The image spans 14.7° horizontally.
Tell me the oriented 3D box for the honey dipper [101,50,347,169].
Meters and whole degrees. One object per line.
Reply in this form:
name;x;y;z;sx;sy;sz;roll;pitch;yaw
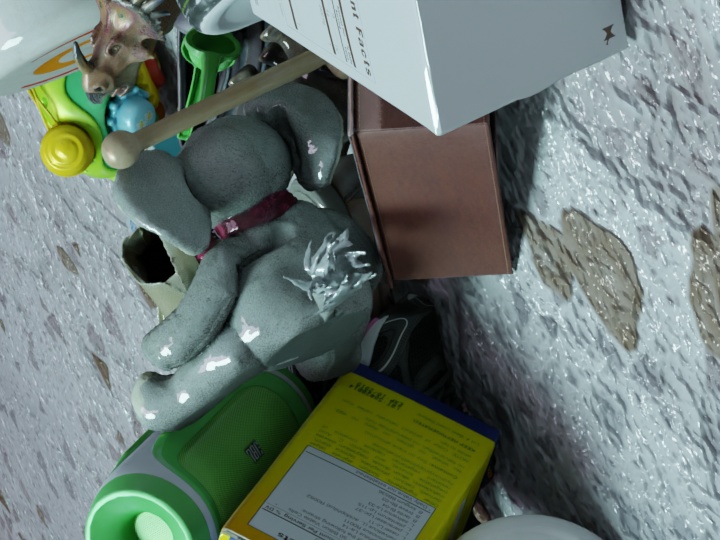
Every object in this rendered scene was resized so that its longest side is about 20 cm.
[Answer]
honey dipper;-0.062;-0.107;1.625;0.038;0.200;0.038;48;154;33

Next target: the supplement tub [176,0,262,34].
supplement tub;-0.089;-0.251;1.638;0.201;0.122;0.123;63;159;7

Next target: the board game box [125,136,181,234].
board game box;-0.100;0.008;2.070;0.200;0.047;0.151;59;159;15

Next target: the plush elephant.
plush elephant;-0.069;-0.019;1.657;0.155;0.164;0.200;63;150;15

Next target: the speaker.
speaker;-0.095;0.126;1.722;0.088;0.200;0.089;8;114;19

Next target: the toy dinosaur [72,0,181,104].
toy dinosaur;-0.133;-0.214;1.719;0.086;0.135;0.201;-20;83;46

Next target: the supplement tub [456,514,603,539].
supplement tub;0.097;0.254;1.742;0.141;0.140;0.200;55;157;24

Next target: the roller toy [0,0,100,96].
roller toy;-0.217;-0.212;1.897;0.140;0.199;0.182;64;165;2

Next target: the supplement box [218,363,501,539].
supplement box;-0.009;0.166;1.703;0.109;0.200;0.110;26;126;11

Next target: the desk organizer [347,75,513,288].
desk organizer;0.042;-0.065;1.593;0.200;0.077;0.072;75;-166;-64

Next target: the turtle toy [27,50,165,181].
turtle toy;-0.204;-0.157;2.049;0.146;0.101;0.201;-75;-37;-85

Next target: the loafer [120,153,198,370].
loafer;-0.133;-0.003;1.974;0.076;0.068;0.201;50;150;41

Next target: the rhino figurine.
rhino figurine;-0.038;-0.104;1.766;0.087;0.060;0.200;46;160;1

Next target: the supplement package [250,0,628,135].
supplement package;0.029;-0.174;1.439;0.200;0.121;0.120;36;145;51

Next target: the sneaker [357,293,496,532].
sneaker;0.050;0.107;1.810;0.086;0.080;0.201;18;132;30

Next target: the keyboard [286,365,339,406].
keyboard;-0.029;0.066;1.835;0.104;0.040;0.201;38;144;50

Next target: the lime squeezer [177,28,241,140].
lime squeezer;-0.102;-0.128;1.777;0.038;0.071;0.200;30;175;-6

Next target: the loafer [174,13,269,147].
loafer;-0.097;-0.156;1.849;0.072;0.063;0.200;47;153;39

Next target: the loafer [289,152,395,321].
loafer;0.000;0.000;1.807;0.072;0.063;0.200;44;157;31
